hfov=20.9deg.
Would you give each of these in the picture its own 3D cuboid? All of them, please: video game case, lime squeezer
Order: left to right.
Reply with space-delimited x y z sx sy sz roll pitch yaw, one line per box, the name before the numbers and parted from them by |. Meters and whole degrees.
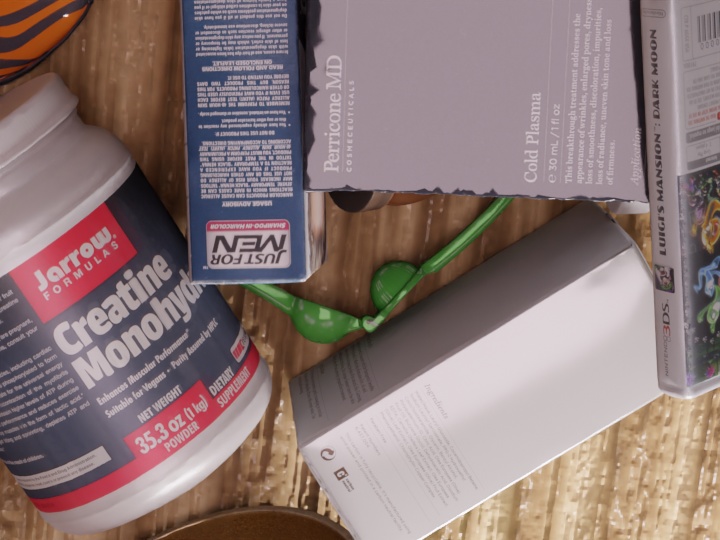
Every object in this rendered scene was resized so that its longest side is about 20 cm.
lime squeezer | 0.000 0.000 1.049 0.199 0.038 0.071 -12 74 -1
video game case | 0.203 -0.055 0.888 0.199 0.023 0.183 -18 110 -38

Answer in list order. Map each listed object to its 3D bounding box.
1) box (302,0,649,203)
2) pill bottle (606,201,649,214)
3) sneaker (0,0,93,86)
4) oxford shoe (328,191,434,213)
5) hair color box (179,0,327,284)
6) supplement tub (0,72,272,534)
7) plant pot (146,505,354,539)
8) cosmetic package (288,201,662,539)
box | 0.069 -0.137 0.901 0.181 0.104 0.201 3 101 3
pill bottle | 0.226 -0.071 1.007 0.199 0.104 0.105 -4 105 -4
sneaker | -0.226 -0.105 0.955 0.199 0.112 0.078 -22 106 1
oxford shoe | 0.020 -0.133 1.005 0.071 0.071 0.201 -6 105 -34
hair color box | -0.051 -0.098 0.960 0.060 0.100 0.201 0 96 6
supplement tub | -0.149 0.018 0.980 0.140 0.140 0.201 -31 105 4
plant pot | -0.054 0.264 1.048 0.185 0.187 0.201 -19 119 0
cosmetic package | 0.067 0.055 1.026 0.199 0.108 0.085 -30 105 5
